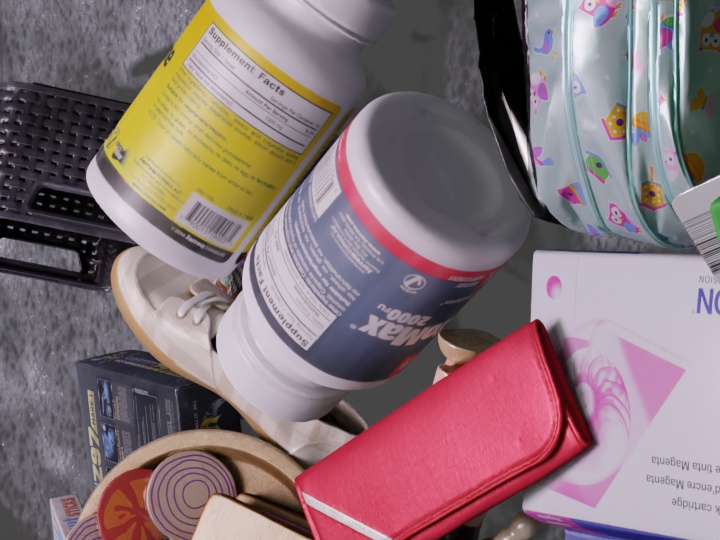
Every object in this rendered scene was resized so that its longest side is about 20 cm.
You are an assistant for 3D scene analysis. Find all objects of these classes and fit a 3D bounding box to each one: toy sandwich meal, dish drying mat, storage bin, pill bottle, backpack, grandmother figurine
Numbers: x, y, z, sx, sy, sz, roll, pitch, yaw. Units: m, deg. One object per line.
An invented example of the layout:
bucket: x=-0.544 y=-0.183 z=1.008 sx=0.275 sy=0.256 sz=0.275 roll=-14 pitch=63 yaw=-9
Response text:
toy sandwich meal: x=-0.094 y=0.193 z=1.260 sx=0.204 sy=0.070 sz=0.207 roll=-2 pitch=83 yaw=12
dish drying mat: x=0.041 y=0.107 z=1.149 sx=0.200 sy=0.018 sz=0.077 roll=-36 pitch=66 yaw=36
storage bin: x=-0.202 y=-0.053 z=1.412 sx=0.200 sy=0.134 sz=0.094 roll=155 pitch=124 yaw=-71
pill bottle: x=-0.069 y=-0.103 z=1.255 sx=0.200 sy=0.112 sz=0.113 roll=-52 pitch=49 yaw=13
backpack: x=0.141 y=-0.111 z=1.009 sx=0.126 sy=0.166 sz=0.202 roll=7 pitch=102 yaw=47
pill bottle: x=0.000 y=0.000 z=1.214 sx=0.200 sy=0.119 sz=0.120 roll=-48 pitch=54 yaw=41
grandmother figurine: x=0.046 y=0.136 z=1.200 sx=0.121 sy=0.060 sz=0.201 roll=31 pitch=113 yaw=42

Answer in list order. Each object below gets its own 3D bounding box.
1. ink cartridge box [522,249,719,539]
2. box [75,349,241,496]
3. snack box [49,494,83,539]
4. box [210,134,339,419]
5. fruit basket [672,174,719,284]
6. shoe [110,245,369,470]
ink cartridge box: x=0.163 y=0.091 z=1.067 sx=0.196 sy=0.043 sz=0.202 roll=2 pitch=90 yaw=52
box: x=-0.131 y=0.162 z=1.404 sx=0.157 sy=0.051 sz=0.202 roll=6 pitch=104 yaw=57
snack box: x=-0.200 y=0.219 z=1.476 sx=0.200 sy=0.024 sz=0.072 roll=-151 pitch=55 yaw=-75
box: x=-0.081 y=-0.021 z=1.383 sx=0.137 sy=0.039 sz=0.201 roll=40 pitch=121 yaw=44
fruit basket: x=0.253 y=0.022 z=0.900 sx=0.200 sy=0.094 sz=0.185 roll=52 pitch=143 yaw=-11
shoe: x=-0.074 y=0.052 z=1.302 sx=0.200 sy=0.070 sz=0.053 roll=44 pitch=134 yaw=-1
